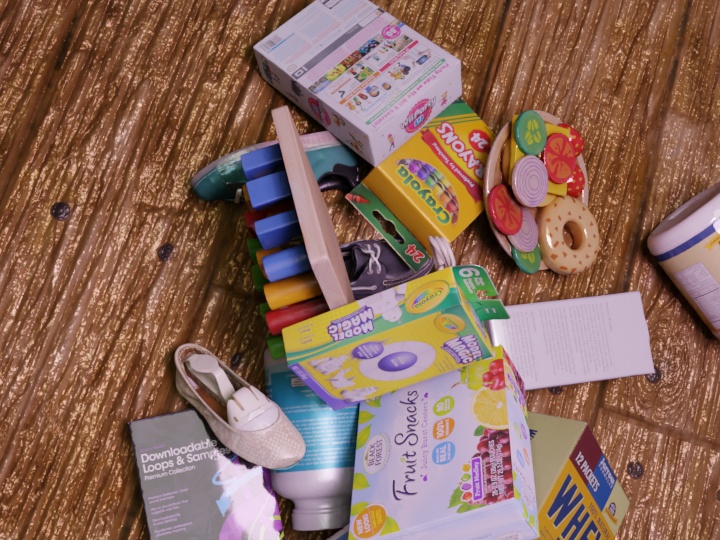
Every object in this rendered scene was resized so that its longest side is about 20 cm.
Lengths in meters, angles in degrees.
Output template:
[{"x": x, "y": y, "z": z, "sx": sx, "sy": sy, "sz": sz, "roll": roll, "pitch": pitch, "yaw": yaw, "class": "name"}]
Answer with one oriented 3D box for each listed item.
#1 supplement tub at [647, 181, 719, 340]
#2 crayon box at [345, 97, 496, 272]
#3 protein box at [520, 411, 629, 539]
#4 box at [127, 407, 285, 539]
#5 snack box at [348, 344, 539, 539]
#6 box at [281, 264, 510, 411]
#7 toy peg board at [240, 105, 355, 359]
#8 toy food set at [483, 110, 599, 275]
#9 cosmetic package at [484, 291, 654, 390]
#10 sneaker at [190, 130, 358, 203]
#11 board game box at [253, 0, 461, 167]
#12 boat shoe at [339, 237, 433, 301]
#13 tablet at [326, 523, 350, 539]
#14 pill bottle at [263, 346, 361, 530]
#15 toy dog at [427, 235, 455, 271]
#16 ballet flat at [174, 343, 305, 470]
[{"x": 0.469, "y": 0.000, "z": 1.165, "sx": 0.144, "sy": 0.144, "sz": 0.200, "roll": -38, "pitch": 89, "yaw": -17, "class": "supplement tub"}, {"x": 0.092, "y": -0.106, "z": 1.124, "sx": 0.127, "sy": 0.051, "sz": 0.200, "roll": 46, "pitch": 59, "yaw": -1, "class": "crayon box"}, {"x": 0.132, "y": 0.257, "z": 0.971, "sx": 0.199, "sy": 0.200, "sz": 0.135, "roll": -53, "pitch": 125, "yaw": -29, "class": "protein box"}, {"x": -0.165, "y": 0.247, "z": 1.028, "sx": 0.143, "sy": 0.036, "sz": 0.201, "roll": -11, "pitch": 80, "yaw": -15, "class": "box"}, {"x": 0.079, "y": 0.184, "z": 0.923, "sx": 0.168, "sy": 0.200, "sz": 0.068, "roll": -21, "pitch": 122, "yaw": 20, "class": "snack box"}, {"x": 0.040, "y": 0.065, "z": 0.895, "sx": 0.200, "sy": 0.117, "sz": 0.048, "roll": -23, "pitch": 54, "yaw": 11, "class": "box"}, {"x": -0.075, "y": -0.019, "z": 0.954, "sx": 0.098, "sy": 0.199, "sz": 0.200, "roll": -18, "pitch": 54, "yaw": 2, "class": "toy peg board"}, {"x": 0.220, "y": -0.094, "z": 1.137, "sx": 0.198, "sy": 0.049, "sz": 0.201, "roll": 6, "pitch": 87, "yaw": -40, "class": "toy food set"}, {"x": 0.241, "y": 0.088, "z": 1.133, "sx": 0.199, "sy": 0.071, "sz": 0.102, "roll": -5, "pitch": 80, "yaw": -14, "class": "cosmetic package"}, {"x": -0.093, "y": -0.104, "z": 1.094, "sx": 0.199, "sy": 0.071, "sz": 0.080, "roll": -17, "pitch": 79, "yaw": -17, "class": "sneaker"}, {"x": -0.003, "y": -0.234, "z": 1.103, "sx": 0.147, "sy": 0.064, "sz": 0.200, "roll": -41, "pitch": 62, "yaw": -17, "class": "board game box"}, {"x": 0.000, "y": 0.000, "z": 1.099, "sx": 0.199, "sy": 0.063, "sz": 0.073, "roll": -12, "pitch": 80, "yaw": -16, "class": "boat shoe"}, {"x": 0.021, "y": 0.357, "z": 0.947, "sx": 0.200, "sy": 0.130, "sz": 0.014, "roll": 51, "pitch": 38, "yaw": 7, "class": "tablet"}, {"x": -0.046, "y": 0.178, "z": 1.029, "sx": 0.110, "sy": 0.111, "sz": 0.201, "roll": -2, "pitch": 79, "yaw": -13, "class": "pill bottle"}, {"x": 0.066, "y": 0.060, "z": 1.044, "sx": 0.096, "sy": 0.200, "sz": 0.132, "roll": -21, "pitch": 68, "yaw": -7, "class": "toy dog"}, {"x": -0.136, "y": 0.138, "z": 0.985, "sx": 0.067, "sy": 0.062, "sz": 0.200, "roll": -34, "pitch": 44, "yaw": -31, "class": "ballet flat"}]
